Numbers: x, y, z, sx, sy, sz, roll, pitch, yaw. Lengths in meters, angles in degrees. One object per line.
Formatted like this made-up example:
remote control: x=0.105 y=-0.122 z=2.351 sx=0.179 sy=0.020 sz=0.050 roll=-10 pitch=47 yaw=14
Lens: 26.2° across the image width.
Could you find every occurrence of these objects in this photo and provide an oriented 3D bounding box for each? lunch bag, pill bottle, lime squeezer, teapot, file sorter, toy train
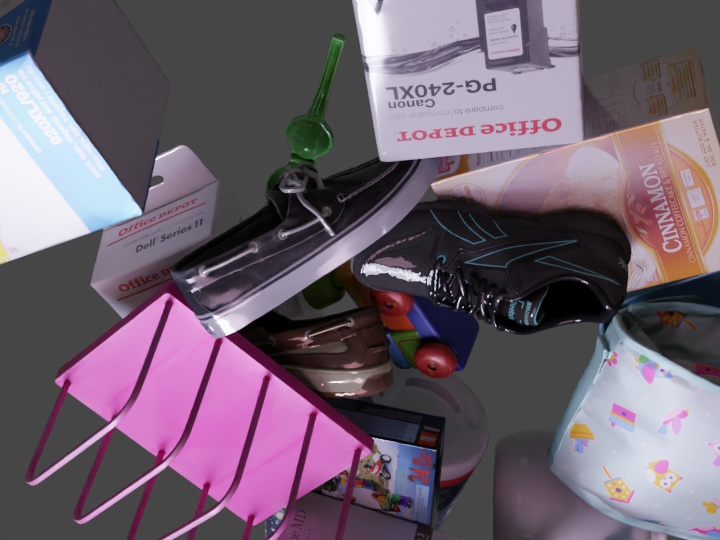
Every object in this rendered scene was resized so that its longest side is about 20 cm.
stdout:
lunch bag: x=0.258 y=0.116 z=1.195 sx=0.199 sy=0.122 sz=0.171 roll=17 pitch=131 yaw=-3
pill bottle: x=0.023 y=0.182 z=1.327 sx=0.119 sy=0.120 sz=0.200 roll=15 pitch=133 yaw=-11
lime squeezer: x=-0.049 y=-0.080 z=1.124 sx=0.038 sy=0.071 sz=0.201 roll=25 pitch=103 yaw=17
teapot: x=0.186 y=0.226 z=1.310 sx=0.145 sy=0.201 sz=0.198 roll=-1 pitch=133 yaw=8
file sorter: x=-0.116 y=0.139 z=1.099 sx=0.200 sy=0.126 sz=0.139 roll=40 pitch=127 yaw=-21
toy train: x=0.000 y=0.000 z=1.194 sx=0.115 sy=0.085 sz=0.200 roll=-10 pitch=130 yaw=35

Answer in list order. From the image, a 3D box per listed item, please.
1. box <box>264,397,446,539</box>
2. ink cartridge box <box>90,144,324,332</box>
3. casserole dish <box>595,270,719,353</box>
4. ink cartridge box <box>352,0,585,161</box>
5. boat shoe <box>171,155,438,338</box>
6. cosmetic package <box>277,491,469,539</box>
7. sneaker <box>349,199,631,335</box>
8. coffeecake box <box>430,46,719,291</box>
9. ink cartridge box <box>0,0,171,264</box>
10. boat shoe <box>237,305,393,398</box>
box: x=-0.007 y=0.186 z=1.233 sx=0.136 sy=0.038 sz=0.201 roll=10 pitch=131 yaw=9
ink cartridge box: x=-0.127 y=0.007 z=1.203 sx=0.117 sy=0.068 sz=0.200 roll=-22 pitch=129 yaw=22
casserole dish: x=0.283 y=0.033 z=1.230 sx=0.199 sy=0.039 sz=0.121 roll=-18 pitch=130 yaw=20
ink cartridge box: x=0.071 y=-0.175 z=1.010 sx=0.144 sy=0.084 sz=0.201 roll=-5 pitch=132 yaw=7
boat shoe: x=-0.040 y=-0.038 z=1.064 sx=0.199 sy=0.074 sz=0.068 roll=-34 pitch=110 yaw=-3
cosmetic package: x=0.025 y=0.250 z=1.185 sx=0.199 sy=0.102 sz=0.074 roll=17 pitch=131 yaw=0
sneaker: x=0.090 y=0.000 z=1.079 sx=0.199 sy=0.079 sz=0.076 roll=-1 pitch=134 yaw=6
coffeecake box: x=0.168 y=-0.057 z=1.125 sx=0.199 sy=0.073 sz=0.154 roll=-14 pitch=132 yaw=16
ink cartridge box: x=-0.256 y=-0.103 z=1.049 sx=0.199 sy=0.148 sz=0.145 roll=-18 pitch=130 yaw=18
boat shoe: x=-0.074 y=0.054 z=1.165 sx=0.201 sy=0.075 sz=0.075 roll=-2 pitch=99 yaw=13
